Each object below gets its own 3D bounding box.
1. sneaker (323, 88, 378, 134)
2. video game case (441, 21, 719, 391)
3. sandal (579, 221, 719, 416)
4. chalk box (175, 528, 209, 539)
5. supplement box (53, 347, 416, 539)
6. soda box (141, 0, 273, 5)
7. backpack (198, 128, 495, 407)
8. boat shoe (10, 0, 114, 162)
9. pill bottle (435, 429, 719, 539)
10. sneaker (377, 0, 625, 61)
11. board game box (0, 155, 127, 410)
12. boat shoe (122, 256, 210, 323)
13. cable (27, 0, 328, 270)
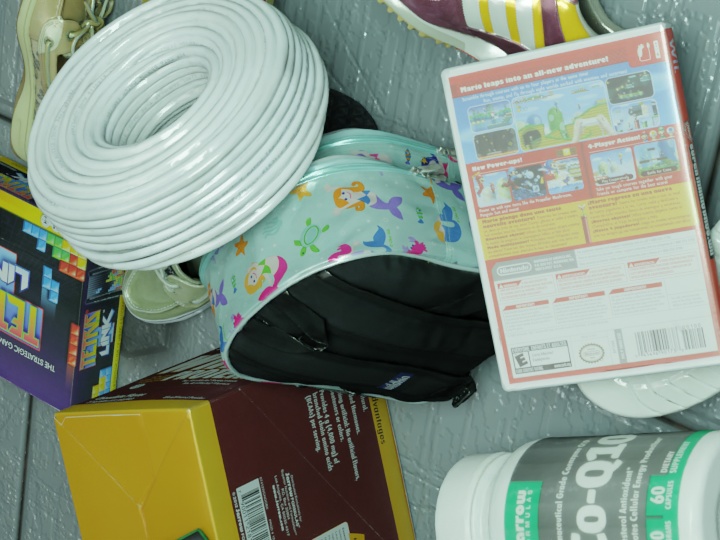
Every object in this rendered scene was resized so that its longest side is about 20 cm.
[{"bbox_3d":[-0.086,-0.076,1.260,0.199,0.072,0.083,-4,130,0],"label":"sneaker"},{"bbox_3d":[0.133,-0.034,1.071,0.143,0.017,0.200,-9,95,27],"label":"video game case"},{"bbox_3d":[0.216,0.016,1.091,0.082,0.050,0.203,46,115,1],"label":"sandal"},{"bbox_3d":[-0.135,0.256,1.135,0.125,0.124,0.200,54,129,12],"label":"chalk box"},{"bbox_3d":[-0.081,0.163,1.276,0.133,0.200,0.198,-6,99,39],"label":"supplement box"},{"bbox_3d":[-0.107,-0.180,1.254,0.068,0.064,0.200,43,142,21],"label":"soda box"},{"bbox_3d":[0.000,0.000,1.168,0.178,0.200,0.151,-42,56,40],"label":"backpack"},{"bbox_3d":[-0.220,-0.161,1.385,0.063,0.073,0.200,31,131,21],"label":"boat shoe"},{"bbox_3d":[0.153,0.160,1.145,0.200,0.113,0.113,-8,98,40],"label":"pill bottle"},{"bbox_3d":[0.091,-0.170,1.102,0.200,0.075,0.090,34,124,-8],"label":"sneaker"},{"bbox_3d":[-0.282,0.004,1.487,0.200,0.057,0.166,24,116,32],"label":"board game box"},{"bbox_3d":[-0.122,-0.012,1.349,0.200,0.062,0.072,-30,84,40],"label":"boat shoe"},{"bbox_3d":[-0.115,-0.093,1.131,0.200,0.200,0.069,-6,139,32],"label":"cable"}]
